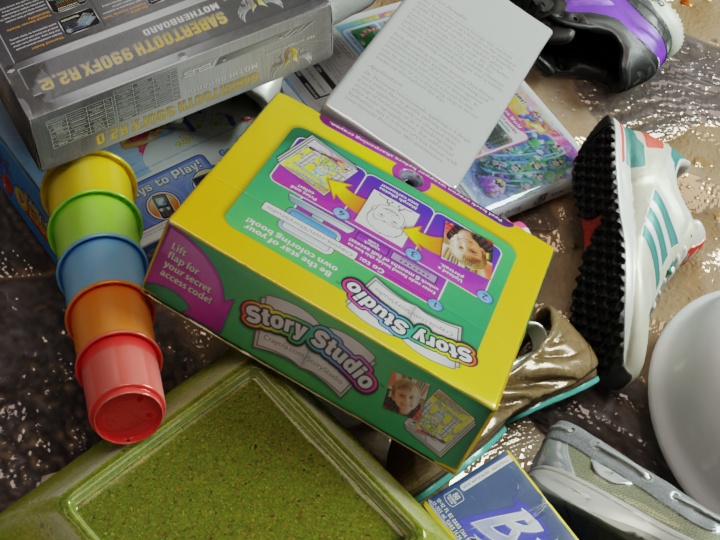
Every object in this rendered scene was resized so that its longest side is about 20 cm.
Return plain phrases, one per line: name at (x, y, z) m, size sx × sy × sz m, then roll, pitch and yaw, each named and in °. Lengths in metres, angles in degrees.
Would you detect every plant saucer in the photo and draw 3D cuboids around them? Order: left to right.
plant saucer at (-0.062, 0.139, 0.751) m, size 0.199 × 0.048 × 0.200 m, roll -35°, pitch 68°, yaw -30°

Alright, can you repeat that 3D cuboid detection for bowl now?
bowl at (0.291, 0.080, 0.921) m, size 0.198 × 0.091 × 0.203 m, roll 9°, pitch 57°, yaw -14°

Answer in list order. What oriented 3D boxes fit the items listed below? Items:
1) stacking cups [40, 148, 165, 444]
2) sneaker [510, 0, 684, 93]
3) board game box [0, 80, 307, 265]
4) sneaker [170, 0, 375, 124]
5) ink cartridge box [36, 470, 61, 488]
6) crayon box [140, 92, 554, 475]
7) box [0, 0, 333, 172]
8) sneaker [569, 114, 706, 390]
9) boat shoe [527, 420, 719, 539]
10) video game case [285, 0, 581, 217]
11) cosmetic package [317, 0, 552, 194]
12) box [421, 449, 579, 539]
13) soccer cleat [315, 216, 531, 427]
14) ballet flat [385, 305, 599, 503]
stacking cups at (-0.145, 0.015, 0.805) m, size 0.060 × 0.061 × 0.201 m, roll -2°, pitch 41°, yaw -13°
sneaker at (0.146, -0.206, 1.117) m, size 0.199 × 0.070 × 0.100 m, roll 34°, pitch 58°, yaw 13°
board game box at (-0.148, -0.095, 0.985) m, size 0.199 × 0.056 × 0.196 m, roll -28°, pitch 65°, yaw -27°
sneaker at (-0.066, -0.149, 0.969) m, size 0.198 × 0.078 × 0.100 m, roll -24°, pitch 69°, yaw -16°
ink cartridge box at (-0.073, 0.193, 0.786) m, size 0.163 × 0.075 × 0.202 m, roll -12°, pitch 59°, yaw -18°
crayon box at (0.000, 0.000, 0.830) m, size 0.198 × 0.059 × 0.173 m, roll 30°, pitch 36°, yaw 1°
box at (-0.137, -0.164, 0.893) m, size 0.198 × 0.049 × 0.159 m, roll -24°, pitch 59°, yaw -17°
sneaker at (0.198, -0.010, 0.990) m, size 0.092 × 0.070 × 0.202 m, roll 14°, pitch 58°, yaw -18°
boat shoe at (0.193, 0.158, 0.870) m, size 0.200 × 0.075 × 0.065 m, roll 24°, pitch 58°, yaw 14°
video game case at (0.047, -0.113, 1.049) m, size 0.180 × 0.024 × 0.201 m, roll -21°, pitch 62°, yaw -32°
cosmetic package at (0.044, -0.117, 0.978) m, size 0.101 × 0.071 × 0.201 m, roll 33°, pitch 47°, yaw 1°
box at (0.112, 0.207, 0.822) m, size 0.070 × 0.065 × 0.201 m, roll -26°, pitch 65°, yaw -26°
soccer cleat at (0.042, 0.036, 0.937) m, size 0.198 × 0.070 × 0.087 m, roll -26°, pitch 86°, yaw -29°
ballet flat at (0.071, 0.073, 0.885) m, size 0.199 × 0.068 × 0.073 m, roll -27°, pitch 87°, yaw -38°
